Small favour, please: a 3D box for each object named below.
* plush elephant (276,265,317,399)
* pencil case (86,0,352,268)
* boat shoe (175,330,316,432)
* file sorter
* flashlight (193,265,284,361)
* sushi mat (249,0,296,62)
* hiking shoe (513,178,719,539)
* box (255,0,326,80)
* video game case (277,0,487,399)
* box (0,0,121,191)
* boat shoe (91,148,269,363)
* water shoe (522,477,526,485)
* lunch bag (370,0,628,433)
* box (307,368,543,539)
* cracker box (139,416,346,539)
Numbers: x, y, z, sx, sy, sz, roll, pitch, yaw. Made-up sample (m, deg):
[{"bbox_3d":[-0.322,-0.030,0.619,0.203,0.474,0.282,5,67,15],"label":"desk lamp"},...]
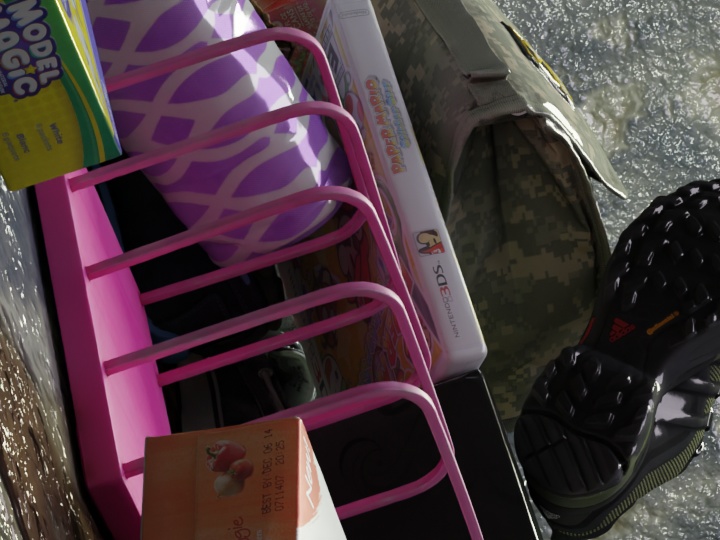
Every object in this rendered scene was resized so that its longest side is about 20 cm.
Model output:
[{"bbox_3d":[-0.010,0.060,1.384,0.155,0.164,0.201,-93,167,-56],"label":"plush elephant"},{"bbox_3d":[-0.080,-0.096,1.041,0.201,0.084,0.086,59,13,-22],"label":"pencil case"},{"bbox_3d":[-0.055,0.059,1.236,0.200,0.067,0.072,-104,177,-69],"label":"boat shoe"},{"bbox_3d":[-0.041,0.026,0.927,0.139,0.125,0.201,71,2,-49],"label":"file sorter"},{"bbox_3d":[-0.080,-0.022,1.262,0.200,0.067,0.068,-105,176,-64],"label":"flashlight"},{"bbox_3d":[-0.079,-0.109,1.188,0.096,0.012,0.200,44,-15,4],"label":"sushi mat"},{"bbox_3d":[0.134,0.042,1.114,0.076,0.200,0.101,32,-28,22],"label":"hiking shoe"},{"bbox_3d":[0.016,-0.102,1.282,0.103,0.094,0.200,-106,172,-50],"label":"box"},{"bbox_3d":[0.000,0.000,1.128,0.200,0.023,0.183,114,-38,-61],"label":"video game case"},{"bbox_3d":[-0.133,-0.133,0.796,0.200,0.048,0.118,69,3,-54],"label":"box"},{"bbox_3d":[-0.089,-0.049,1.155,0.084,0.068,0.201,71,2,-68],"label":"boat shoe"},{"bbox_3d":[0.033,0.128,1.337,0.200,0.071,0.079,29,74,-64],"label":"water shoe"},{"bbox_3d":[0.052,-0.045,1.162,0.164,0.117,0.201,-117,-162,-49],"label":"lunch bag"},{"bbox_3d":[0.018,0.171,1.026,0.124,0.148,0.201,71,2,-63],"label":"box"},{"bbox_3d":[-0.024,0.162,0.821,0.200,0.057,0.135,71,14,-50],"label":"cracker box"}]
